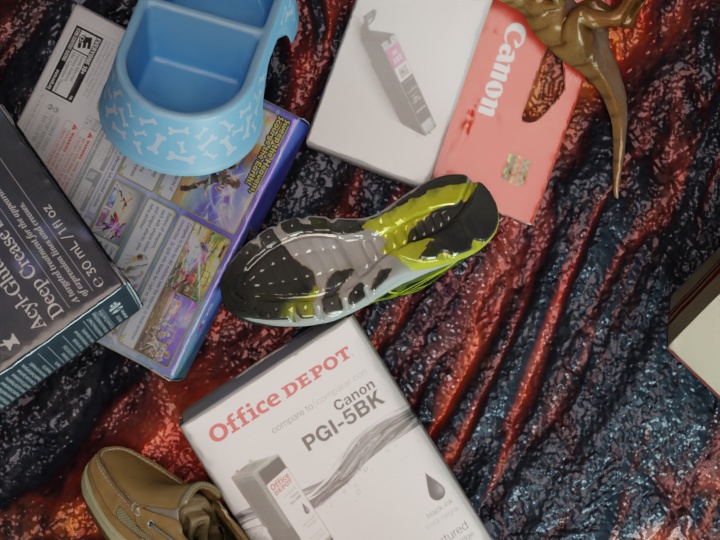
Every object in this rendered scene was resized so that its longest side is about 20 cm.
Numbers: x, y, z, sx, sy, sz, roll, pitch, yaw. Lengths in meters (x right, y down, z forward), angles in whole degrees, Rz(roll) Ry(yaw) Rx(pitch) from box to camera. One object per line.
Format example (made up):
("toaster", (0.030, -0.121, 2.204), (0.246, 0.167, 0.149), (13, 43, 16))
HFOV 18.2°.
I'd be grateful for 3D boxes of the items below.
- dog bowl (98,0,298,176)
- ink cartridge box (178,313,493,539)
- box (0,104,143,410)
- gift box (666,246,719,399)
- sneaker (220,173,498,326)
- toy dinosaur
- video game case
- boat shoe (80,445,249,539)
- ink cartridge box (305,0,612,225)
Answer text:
("dog bowl", (-0.106, -0.156, 1.510), (0.111, 0.050, 0.201), (16, 55, 2))
("ink cartridge box", (-0.016, 0.149, 1.561), (0.146, 0.083, 0.201), (-33, 93, -2))
("box", (-0.268, 0.015, 1.474), (0.199, 0.107, 0.149), (-36, 82, -5))
("gift box", (0.322, 0.014, 1.524), (0.184, 0.200, 0.187), (42, 106, -7))
("sneaker", (0.000, 0.000, 1.543), (0.199, 0.085, 0.075), (-16, 73, -12))
("toy dinosaur", (0.156, -0.162, 1.568), (0.106, 0.061, 0.200), (-38, 112, 15))
("video game case", (-0.159, -0.053, 1.552), (0.180, 0.045, 0.201), (27, 92, 11))
("boat shoe", (-0.115, 0.171, 1.523), (0.200, 0.071, 0.077), (38, 129, 31))
("ink cartridge box", (0.074, -0.151, 1.575), (0.172, 0.044, 0.201), (20, 91, -1))
